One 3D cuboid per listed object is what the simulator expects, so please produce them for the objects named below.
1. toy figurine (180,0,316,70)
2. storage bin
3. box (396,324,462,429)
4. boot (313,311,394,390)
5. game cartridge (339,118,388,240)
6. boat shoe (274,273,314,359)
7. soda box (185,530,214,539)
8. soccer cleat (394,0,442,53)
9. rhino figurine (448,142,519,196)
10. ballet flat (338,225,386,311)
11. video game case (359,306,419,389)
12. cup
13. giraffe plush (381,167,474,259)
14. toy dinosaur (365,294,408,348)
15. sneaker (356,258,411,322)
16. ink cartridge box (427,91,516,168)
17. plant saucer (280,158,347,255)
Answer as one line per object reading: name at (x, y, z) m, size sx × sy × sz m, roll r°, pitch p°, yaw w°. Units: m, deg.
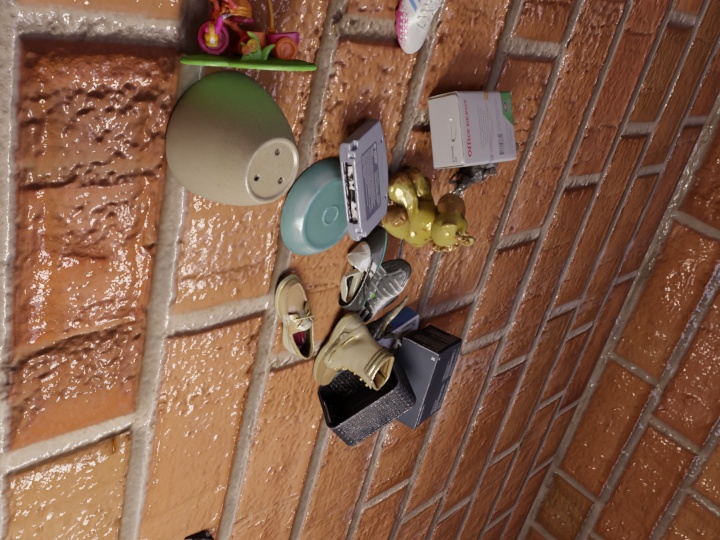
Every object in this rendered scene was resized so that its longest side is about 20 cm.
toy figurine at (-0.154, -0.382, 0.989) m, size 0.195 × 0.150 × 0.189 m, roll -4°, pitch 110°, yaw -20°
storage bin at (0.013, 0.288, 1.631) m, size 0.198 × 0.136 × 0.094 m, roll -33°, pitch 130°, yaw 7°
box at (0.154, 0.259, 1.766) m, size 0.181 × 0.102 × 0.204 m, roll -13°, pitch 122°, yaw -63°
boot at (-0.016, 0.214, 1.566) m, size 0.072 × 0.155 × 0.202 m, roll -6°, pitch 134°, yaw -52°
game cartridge at (0.011, -0.176, 1.356) m, size 0.133 × 0.040 × 0.204 m, roll -45°, pitch 140°, yaw -44°
boat shoe at (-0.123, 0.096, 1.430) m, size 0.073 × 0.066 × 0.203 m, roll -35°, pitch 140°, yaw -28°
soda box at (-0.375, 0.692, 1.597) m, size 0.063 × 0.070 × 0.204 m, roll -5°, pitch 121°, yaw -49°
soccer cleat at (0.111, -0.472, 1.240) m, size 0.069 × 0.086 × 0.204 m, roll -26°, pitch 136°, yaw -35°
rhino figurine at (0.274, -0.234, 1.641) m, size 0.200 × 0.087 × 0.060 m, roll -43°, pitch 104°, yaw -17°
ballet flat at (0.000, 0.000, 1.507) m, size 0.067 × 0.068 × 0.204 m, roll -3°, pitch 119°, yaw -39°
video game case at (0.058, 0.211, 1.763) m, size 0.198 × 0.045 × 0.185 m, roll -29°, pitch 136°, yaw -34°
cup at (-0.174, -0.180, 1.078) m, size 0.198 × 0.142 × 0.204 m, roll -30°, pitch 137°, yaw -32°
giraffe plush at (0.151, -0.106, 1.473) m, size 0.171 × 0.159 × 0.205 m, roll -25°, pitch 118°, yaw -51°
toy dinosaur at (0.042, 0.145, 1.601) m, size 0.198 × 0.089 × 0.047 m, roll -35°, pitch 155°, yaw 17°
sneaker at (0.065, 0.028, 1.581) m, size 0.115 × 0.076 × 0.200 m, roll -28°, pitch 166°, yaw -50°
ink cartridge box at (0.237, -0.296, 1.493) m, size 0.198 × 0.086 × 0.149 m, roll -15°, pitch 100°, yaw -46°
plant saucer at (-0.066, -0.112, 1.359) m, size 0.198 × 0.036 × 0.203 m, roll -31°, pitch 138°, yaw -32°
